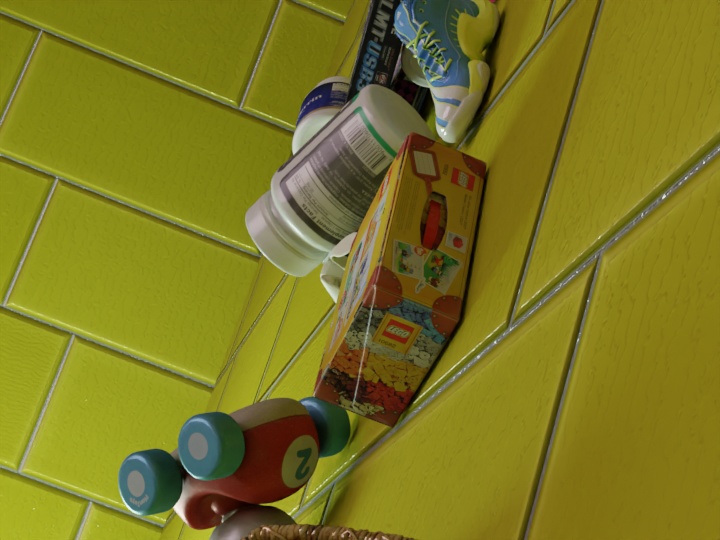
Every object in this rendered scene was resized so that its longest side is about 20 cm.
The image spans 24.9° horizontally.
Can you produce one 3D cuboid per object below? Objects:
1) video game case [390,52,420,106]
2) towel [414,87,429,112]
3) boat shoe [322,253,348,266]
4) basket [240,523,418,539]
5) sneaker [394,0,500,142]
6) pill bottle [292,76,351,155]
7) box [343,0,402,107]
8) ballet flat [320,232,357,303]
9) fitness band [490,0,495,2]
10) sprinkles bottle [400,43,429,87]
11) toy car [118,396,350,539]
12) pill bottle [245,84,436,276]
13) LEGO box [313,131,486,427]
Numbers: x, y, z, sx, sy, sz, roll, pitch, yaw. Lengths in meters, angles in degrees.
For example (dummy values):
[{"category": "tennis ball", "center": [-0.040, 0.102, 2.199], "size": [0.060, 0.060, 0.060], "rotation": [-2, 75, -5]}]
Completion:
[{"category": "video game case", "center": [0.035, -0.200, 2.016], "size": [0.181, 0.036, 0.200], "rotation": [126, 167, -58]}, {"category": "towel", "center": [0.041, -0.152, 2.045], "size": [0.200, 0.024, 0.145], "rotation": [135, 158, -69]}, {"category": "boat shoe", "center": [0.009, -0.044, 1.817], "size": [0.201, 0.070, 0.072], "rotation": [119, 154, -48]}, {"category": "basket", "center": [-0.048, 0.259, 1.019], "size": [0.149, 0.142, 0.201], "rotation": [122, 167, -59]}, {"category": "sneaker", "center": [0.074, -0.209, 1.611], "size": [0.200, 0.105, 0.076], "rotation": [-76, 10, -47]}, {"category": "pill bottle", "center": [-0.036, -0.211, 2.397], "size": [0.200, 0.115, 0.116], "rotation": [-84, 17, -66]}, {"category": "box", "center": [0.025, -0.266, 1.828], "size": [0.199, 0.050, 0.201], "rotation": [-77, 3, -68]}, {"category": "ballet flat", "center": [0.000, 0.000, 1.685], "size": [0.200, 0.072, 0.068], "rotation": [124, 164, -61]}, {"category": "fitness band", "center": [0.148, -0.353, 1.770], "size": [0.200, 0.037, 0.144], "rotation": [146, 142, -79]}, {"category": "sprinkles bottle", "center": [0.090, -0.289, 1.867], "size": [0.200, 0.068, 0.068], "rotation": [-78, 12, -51]}, {"category": "toy car", "center": [-0.093, 0.238, 1.539], "size": [0.177, 0.184, 0.201], "rotation": [-32, 73, 36]}, {"category": "pill bottle", "center": [-0.021, -0.091, 1.708], "size": [0.200, 0.113, 0.113], "rotation": [-41, 19, 23]}, {"category": "LEGO box", "center": [0.035, 0.006, 1.388], "size": [0.200, 0.077, 0.149], "rotation": [-76, 10, -46]}]
